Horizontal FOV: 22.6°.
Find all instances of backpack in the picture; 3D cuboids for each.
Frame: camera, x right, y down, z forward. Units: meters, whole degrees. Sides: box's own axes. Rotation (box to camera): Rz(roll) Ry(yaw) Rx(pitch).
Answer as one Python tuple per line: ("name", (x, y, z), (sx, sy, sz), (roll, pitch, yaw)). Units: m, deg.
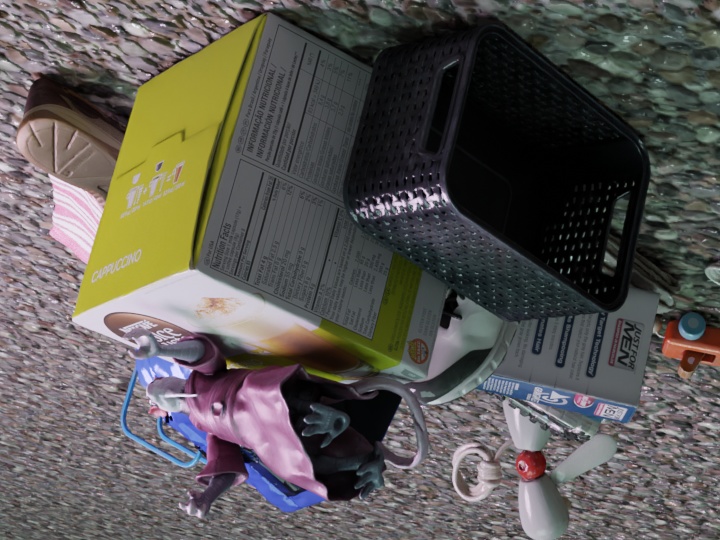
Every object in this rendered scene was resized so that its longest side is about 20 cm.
("backpack", (-0.088, 0.086, 1.474), (0.168, 0.163, 0.200), (-25, 119, 41))

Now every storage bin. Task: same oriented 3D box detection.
("storage bin", (0.096, -0.061, 1.216), (0.094, 0.135, 0.200), (-7, 151, 43))

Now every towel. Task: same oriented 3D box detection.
("towel", (0.156, 0.008, 1.509), (0.133, 0.035, 0.200), (31, 154, -36))
("towel", (-0.223, -0.021, 1.573), (0.146, 0.030, 0.200), (49, 163, 10))

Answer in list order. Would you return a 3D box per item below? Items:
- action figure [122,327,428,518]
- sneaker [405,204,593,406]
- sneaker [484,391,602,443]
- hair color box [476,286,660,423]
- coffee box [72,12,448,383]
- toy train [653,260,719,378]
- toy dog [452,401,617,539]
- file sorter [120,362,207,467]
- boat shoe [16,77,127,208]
("action figure", (-0.074, 0.089, 1.254), (0.200, 0.134, 0.149), (11, -154, 44))
("sneaker", (0.090, 0.013, 1.364), (0.080, 0.200, 0.074), (44, 168, -31))
("sneaker", (0.128, 0.060, 1.512), (0.200, 0.090, 0.078), (33, 167, 10))
("hair color box", (0.130, 0.049, 1.440), (0.200, 0.100, 0.061), (13, 162, 5))
("coffee box", (-0.062, -0.034, 1.300), (0.198, 0.200, 0.200), (25, 156, -27))
("toy train", (0.320, 0.058, 1.501), (0.150, 0.056, 0.200), (13, 160, 2))
("toy dog", (0.167, 0.129, 1.605), (0.132, 0.200, 0.096), (27, -151, 37))
("file sorter", (-0.114, 0.129, 1.766), (0.200, 0.123, 0.139), (13, -173, -45))
("boat shoe", (-0.192, -0.087, 1.447), (0.072, 0.072, 0.200), (-35, 130, 28))
